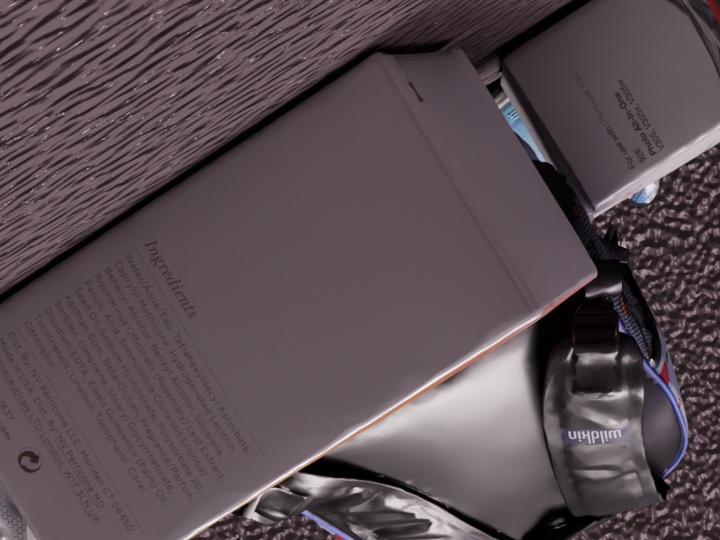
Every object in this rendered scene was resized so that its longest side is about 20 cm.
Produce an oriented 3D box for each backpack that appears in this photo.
[{"bbox_3d":[0.043,0.046,1.234,0.199,0.155,0.191,-22,139,16],"label":"backpack"}]

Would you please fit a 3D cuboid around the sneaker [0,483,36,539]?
[{"bbox_3d":[-0.113,0.041,1.253,0.200,0.075,0.082,-33,-153,-29],"label":"sneaker"}]

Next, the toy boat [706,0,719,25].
[{"bbox_3d":[0.173,-0.135,0.797,0.199,0.131,0.131,-33,149,12],"label":"toy boat"}]

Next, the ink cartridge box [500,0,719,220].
[{"bbox_3d":[0.165,-0.109,1.325,0.199,0.084,0.146,-32,178,2],"label":"ink cartridge box"}]

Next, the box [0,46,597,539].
[{"bbox_3d":[-0.031,0.016,1.062,0.199,0.107,0.152,-32,177,14],"label":"box"}]

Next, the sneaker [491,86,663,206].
[{"bbox_3d":[0.115,-0.067,1.466,0.199,0.090,0.078,-31,177,-14],"label":"sneaker"}]
